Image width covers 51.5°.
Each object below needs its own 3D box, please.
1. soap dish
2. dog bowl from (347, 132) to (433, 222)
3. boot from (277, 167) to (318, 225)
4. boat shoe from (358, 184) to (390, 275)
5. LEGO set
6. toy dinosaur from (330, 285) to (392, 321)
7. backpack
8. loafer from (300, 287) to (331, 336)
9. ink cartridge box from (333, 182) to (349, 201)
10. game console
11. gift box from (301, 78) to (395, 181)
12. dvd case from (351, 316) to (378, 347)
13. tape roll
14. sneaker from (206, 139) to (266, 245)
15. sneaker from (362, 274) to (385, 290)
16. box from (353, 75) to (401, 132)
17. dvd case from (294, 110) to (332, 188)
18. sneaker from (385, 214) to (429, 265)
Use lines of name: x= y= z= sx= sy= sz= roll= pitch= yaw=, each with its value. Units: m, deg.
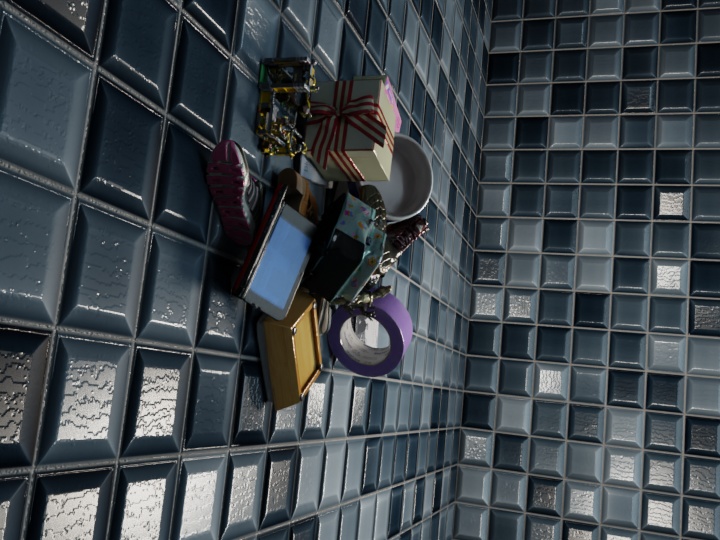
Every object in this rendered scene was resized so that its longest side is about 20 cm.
soap dish: x=-0.139 y=0.158 z=1.518 sx=0.158 sy=0.079 sz=0.205 roll=-52 pitch=141 yaw=-60
dog bowl: x=0.069 y=-0.217 z=1.763 sx=0.078 sy=0.195 sz=0.206 roll=172 pitch=-76 yaw=-66
boot: x=-0.136 y=-0.092 z=1.528 sx=0.155 sy=0.075 sz=0.205 roll=49 pitch=40 yaw=-70
boat shoe: x=0.013 y=-0.087 z=1.660 sx=0.075 sy=0.073 sz=0.206 roll=8 pitch=73 yaw=-49
LEGO set: x=-0.123 y=-0.318 z=1.442 sx=0.154 sy=0.113 sz=0.205 roll=44 pitch=51 yaw=-65
toy dinosaur: x=-0.012 y=0.073 z=1.699 sx=0.089 sy=0.195 sz=0.048 roll=-122 pitch=-145 yaw=-52
backpack: x=-0.031 y=-0.052 z=1.546 sx=0.177 sy=0.150 sz=0.203 roll=-56 pitch=-161 yaw=38
loafer: x=-0.100 y=0.054 z=1.641 sx=0.063 sy=0.070 sz=0.205 roll=-35 pitch=126 yaw=-58
ink cartridge box: x=-0.029 y=-0.170 z=1.853 sx=0.094 sy=0.043 sz=0.204 roll=60 pitch=37 yaw=-55
game console: x=-0.142 y=-0.029 z=1.352 sx=0.172 sy=0.117 sz=0.204 roll=145 pitch=-33 yaw=-72
gift box: x=-0.016 y=-0.290 z=1.609 sx=0.187 sy=0.180 sz=0.205 roll=49 pitch=40 yaw=-66
dvd case: x=0.012 y=0.137 z=2.050 sx=0.200 sy=0.024 sz=0.155 roll=23 pitch=71 yaw=-71
tape roll: x=0.023 y=0.150 z=1.818 sx=0.085 sy=0.195 sz=0.205 roll=-52 pitch=141 yaw=-59
sneaker: x=-0.209 y=-0.146 z=1.287 sx=0.088 sy=0.072 sz=0.203 roll=-66 pitch=157 yaw=-45
sneaker: x=0.001 y=0.000 z=1.743 sx=0.198 sy=0.068 sz=0.102 roll=-13 pitch=102 yaw=-49
box: x=0.028 y=-0.363 z=1.917 sx=0.177 sy=0.094 sz=0.204 roll=63 pitch=35 yaw=-56
dvd case: x=-0.099 y=-0.270 z=1.671 sx=0.199 sy=0.017 sz=0.147 roll=6 pitch=88 yaw=-71
sneaker: x=0.102 y=-0.085 z=1.749 sx=0.077 sy=0.114 sz=0.201 roll=58 pitch=22 yaw=-16
